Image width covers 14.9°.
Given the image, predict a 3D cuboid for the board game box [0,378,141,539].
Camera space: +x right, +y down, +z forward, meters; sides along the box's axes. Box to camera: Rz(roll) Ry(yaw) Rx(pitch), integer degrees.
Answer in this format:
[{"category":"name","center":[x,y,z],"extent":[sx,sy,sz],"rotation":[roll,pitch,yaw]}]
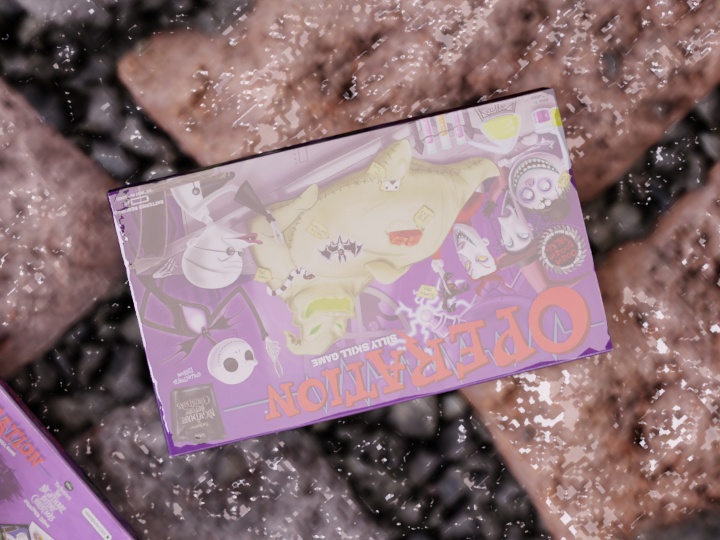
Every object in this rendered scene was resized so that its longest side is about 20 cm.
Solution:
[{"category":"board game box","center":[-0.153,0.139,1.180],"extent":[0.120,0.032,0.200],"rotation":[-39,96,2]}]

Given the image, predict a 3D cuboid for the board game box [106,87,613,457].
[{"category":"board game box","center":[0.000,0.000,1.197],"extent":[0.200,0.032,0.120],"rotation":[-14,98,-4]}]
